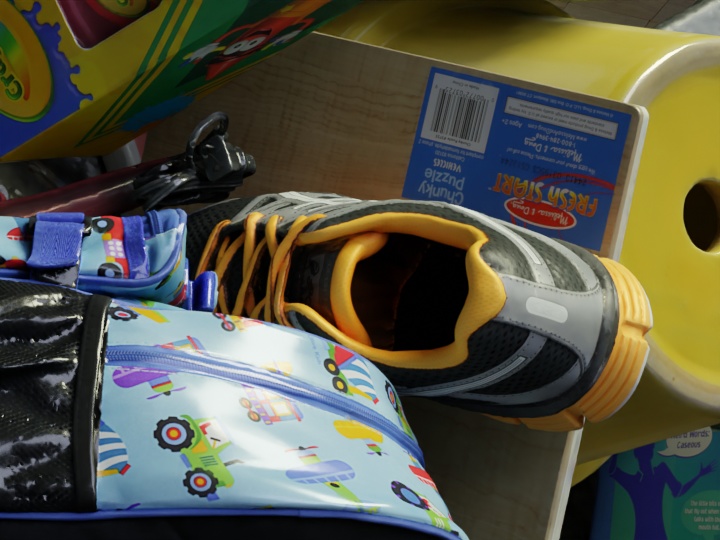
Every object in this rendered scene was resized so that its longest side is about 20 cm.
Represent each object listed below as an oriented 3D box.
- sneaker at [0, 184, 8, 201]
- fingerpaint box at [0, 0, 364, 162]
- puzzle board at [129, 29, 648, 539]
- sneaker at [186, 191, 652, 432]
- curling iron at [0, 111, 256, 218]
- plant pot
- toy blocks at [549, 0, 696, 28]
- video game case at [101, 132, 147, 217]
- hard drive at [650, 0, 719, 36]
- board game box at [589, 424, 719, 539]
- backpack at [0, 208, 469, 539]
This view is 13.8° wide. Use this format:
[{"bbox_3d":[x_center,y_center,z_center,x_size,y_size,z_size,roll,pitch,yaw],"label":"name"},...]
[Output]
[{"bbox_3d":[-0.142,-0.016,1.023,0.200,0.075,0.090,42,46,-12],"label":"sneaker"},{"bbox_3d":[-0.086,-0.161,1.010,0.073,0.167,0.200,-9,74,-59],"label":"fingerpaint box"},{"bbox_3d":[0.000,0.000,1.009,0.017,0.200,0.151,6,98,-54],"label":"puzzle board"},{"bbox_3d":[-0.008,0.006,0.951,0.077,0.200,0.078,22,72,-53],"label":"sneaker"},{"bbox_3d":[-0.119,-0.015,0.962,0.200,0.050,0.026,-18,79,-31],"label":"curling iron"},{"bbox_3d":[0.068,-0.012,1.076,0.201,0.189,0.201,4,84,-37],"label":"plant pot"},{"bbox_3d":[0.067,-0.168,1.331,0.200,0.100,0.137,8,45,-39],"label":"toy blocks"},{"bbox_3d":[-0.012,-0.020,1.191,0.200,0.017,0.143,1,60,-43],"label":"video game case"},{"bbox_3d":[0.149,-0.003,1.244,0.140,0.033,0.200,-30,93,-17],"label":"hard drive"},{"bbox_3d":[0.158,0.048,1.140,0.045,0.152,0.200,15,78,-35],"label":"board game box"},{"bbox_3d":[-0.069,0.067,0.895,0.200,0.183,0.135,-1,61,-5],"label":"backpack"}]
